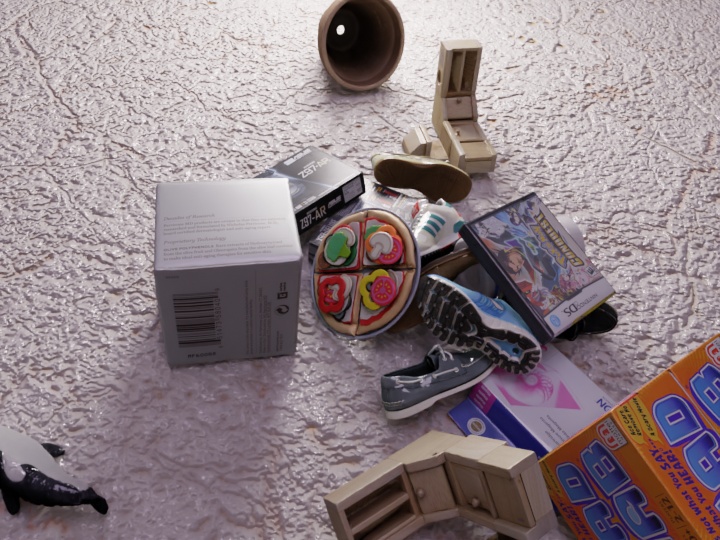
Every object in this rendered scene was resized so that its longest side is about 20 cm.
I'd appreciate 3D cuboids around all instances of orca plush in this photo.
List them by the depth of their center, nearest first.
[{"bbox_3d":[-0.395,0.259,0.824,0.195,0.073,0.105,21,2,7],"label":"orca plush"}]

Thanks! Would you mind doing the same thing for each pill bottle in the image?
[{"bbox_3d":[0.258,-0.020,1.107,0.195,0.116,0.115,-15,49,-20],"label":"pill bottle"}]

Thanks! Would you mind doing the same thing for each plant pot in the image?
[{"bbox_3d":[-0.021,-0.522,1.514,0.195,0.205,0.175,-12,31,-17],"label":"plant pot"}]

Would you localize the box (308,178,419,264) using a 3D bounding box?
[{"bbox_3d":[0.022,-0.063,1.165,0.154,0.051,0.201,22,48,14],"label":"box"}]

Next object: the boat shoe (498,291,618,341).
[{"bbox_3d":[0.307,0.074,1.036,0.194,0.076,0.067,16,35,-12],"label":"boat shoe"}]

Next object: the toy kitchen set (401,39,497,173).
[{"bbox_3d":[0.168,-0.315,1.327,0.158,0.184,0.203,-5,43,-10],"label":"toy kitchen set"}]

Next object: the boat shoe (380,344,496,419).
[{"bbox_3d":[0.113,0.139,0.959,0.196,0.072,0.063,-23,97,-23],"label":"boat shoe"}]

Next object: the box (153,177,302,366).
[{"bbox_3d":[-0.189,0.001,0.977,0.194,0.202,0.174,-4,46,-13],"label":"box"}]

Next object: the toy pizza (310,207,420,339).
[{"bbox_3d":[0.000,0.000,1.031,0.195,0.031,0.207,-10,71,30],"label":"toy pizza"}]

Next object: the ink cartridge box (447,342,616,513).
[{"bbox_3d":[0.255,0.207,0.946,0.197,0.044,0.196,-27,56,-30],"label":"ink cartridge box"}]

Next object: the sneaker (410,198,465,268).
[{"bbox_3d":[0.098,-0.060,1.104,0.198,0.071,0.094,-27,75,-43],"label":"sneaker"}]

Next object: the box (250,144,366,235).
[{"bbox_3d":[-0.112,-0.134,1.183,0.198,0.044,0.159,-34,44,-24],"label":"box"}]

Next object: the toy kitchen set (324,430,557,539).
[{"bbox_3d":[0.097,0.303,0.759,0.177,0.199,0.168,-22,94,-27],"label":"toy kitchen set"}]

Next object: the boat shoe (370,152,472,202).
[{"bbox_3d":[0.114,-0.180,1.258,0.195,0.075,0.063,13,28,-19],"label":"boat shoe"}]

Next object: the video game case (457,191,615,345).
[{"bbox_3d":[0.261,-0.011,1.001,0.178,0.026,0.202,-23,70,-37],"label":"video game case"}]

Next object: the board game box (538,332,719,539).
[{"bbox_3d":[0.363,0.238,0.787,0.196,0.202,0.202,-24,67,-26],"label":"board game box"}]

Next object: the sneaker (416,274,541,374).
[{"bbox_3d":[0.168,0.070,0.979,0.197,0.080,0.090,33,28,7],"label":"sneaker"}]

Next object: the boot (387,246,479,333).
[{"bbox_3d":[0.111,0.027,1.031,0.197,0.073,0.077,-30,78,16],"label":"boot"}]
